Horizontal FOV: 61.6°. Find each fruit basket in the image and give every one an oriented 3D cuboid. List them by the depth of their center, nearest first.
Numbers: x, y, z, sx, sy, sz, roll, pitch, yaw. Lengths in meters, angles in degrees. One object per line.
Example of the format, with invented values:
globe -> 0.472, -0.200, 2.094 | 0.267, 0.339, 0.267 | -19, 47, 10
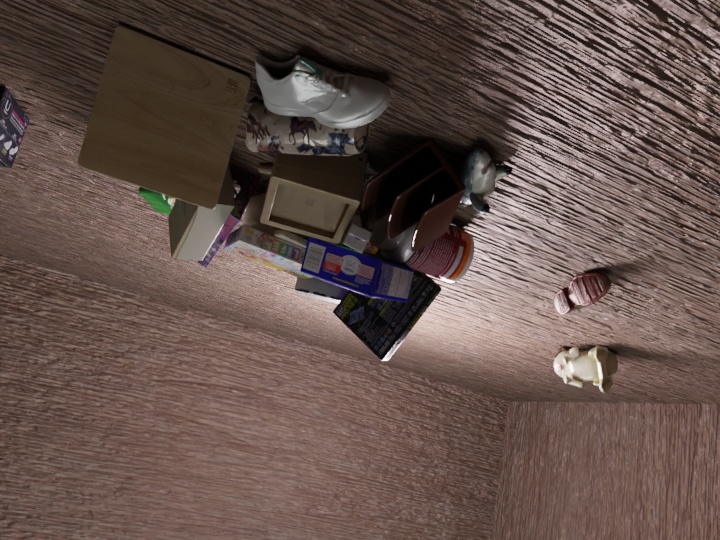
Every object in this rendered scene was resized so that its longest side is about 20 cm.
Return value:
fruit basket -> -0.362, -0.180, 1.294 | 0.193, 0.097, 0.186 | -5, 163, 2

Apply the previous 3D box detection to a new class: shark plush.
shark plush -> 0.174, -0.161, 1.017 | 0.083, 0.092, 0.200 | 38, 177, -18

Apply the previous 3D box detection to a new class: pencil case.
pencil case -> -0.076, -0.219, 0.909 | 0.194, 0.092, 0.078 | 5, 152, 18

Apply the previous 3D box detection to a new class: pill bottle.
pill bottle -> 0.127, -0.057, 1.236 | 0.196, 0.116, 0.112 | 20, 162, -23

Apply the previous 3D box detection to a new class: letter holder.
letter holder -> 0.079, -0.102, 1.023 | 0.140, 0.102, 0.201 | -32, 167, -10

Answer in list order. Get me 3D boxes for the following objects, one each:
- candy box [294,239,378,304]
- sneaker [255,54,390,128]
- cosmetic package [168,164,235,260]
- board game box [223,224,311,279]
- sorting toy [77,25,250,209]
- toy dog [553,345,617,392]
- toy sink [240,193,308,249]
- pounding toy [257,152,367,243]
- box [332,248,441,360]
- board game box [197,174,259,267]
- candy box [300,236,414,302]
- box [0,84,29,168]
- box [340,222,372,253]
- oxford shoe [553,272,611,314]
candy box -> -0.041, -0.010, 1.414 | 0.194, 0.173, 0.072 | 12, 170, 3
sneaker -> -0.057, -0.253, 0.822 | 0.194, 0.077, 0.089 | 9, 152, 17
cosmetic package -> -0.322, -0.117, 1.208 | 0.071, 0.106, 0.200 | 4, 146, -32
board game box -> -0.179, -0.035, 1.276 | 0.196, 0.035, 0.134 | 22, 165, -23
sorting toy -> -0.285, -0.217, 0.893 | 0.195, 0.205, 0.069 | 17, 179, -17
toy dog -> 0.730, 0.306, 1.994 | 0.191, 0.144, 0.197 | -23, -170, -42
toy sink -> -0.157, -0.101, 1.312 | 0.128, 0.115, 0.198 | 23, 165, -34
pounding toy -> -0.101, -0.158, 1.091 | 0.179, 0.146, 0.201 | 15, 153, -11
box -> 0.056, 0.065, 1.309 | 0.160, 0.202, 0.044 | 40, -172, 21
board game box -> -0.281, -0.102, 1.277 | 0.032, 0.122, 0.200 | 34, 139, -13
candy box -> 0.000, 0.000, 1.205 | 0.165, 0.079, 0.199 | 19, -179, 23
box -> -0.751, -0.292, 1.123 | 0.194, 0.118, 0.132 | 16, 165, -7
box -> -0.010, -0.062, 1.098 | 0.041, 0.039, 0.200 | 27, -177, -4
oxford shoe -> 0.526, 0.045, 1.400 | 0.073, 0.072, 0.200 | -12, 168, -15
